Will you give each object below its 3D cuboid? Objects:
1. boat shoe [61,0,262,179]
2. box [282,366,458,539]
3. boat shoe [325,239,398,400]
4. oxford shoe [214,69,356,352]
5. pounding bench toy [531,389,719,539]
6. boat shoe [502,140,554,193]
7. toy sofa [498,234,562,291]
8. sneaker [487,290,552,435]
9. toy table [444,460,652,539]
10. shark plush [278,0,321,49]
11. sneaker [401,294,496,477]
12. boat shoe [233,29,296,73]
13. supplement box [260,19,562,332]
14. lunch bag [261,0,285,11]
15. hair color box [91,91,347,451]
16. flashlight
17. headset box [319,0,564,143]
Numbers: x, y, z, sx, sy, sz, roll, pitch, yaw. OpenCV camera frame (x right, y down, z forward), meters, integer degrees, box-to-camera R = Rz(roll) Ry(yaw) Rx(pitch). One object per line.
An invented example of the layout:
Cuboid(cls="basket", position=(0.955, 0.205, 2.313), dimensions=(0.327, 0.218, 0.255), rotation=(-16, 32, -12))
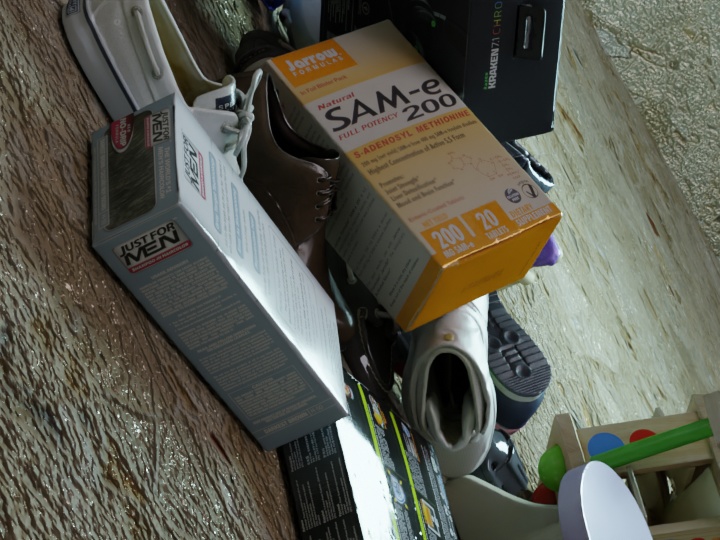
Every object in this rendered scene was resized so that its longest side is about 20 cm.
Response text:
Cuboid(cls="boat shoe", position=(-0.095, -0.094, 1.287), dimensions=(0.203, 0.086, 0.075), rotation=(61, 16, -18))
Cuboid(cls="box", position=(0.016, 0.174, 1.346), dimensions=(0.193, 0.047, 0.201), rotation=(41, 30, -54))
Cuboid(cls="boat shoe", position=(0.000, 0.000, 1.502), dimensions=(0.067, 0.057, 0.201), rotation=(45, 25, -53))
Cuboid(cls="oxford shoe", position=(-0.044, -0.038, 1.390), dimensions=(0.201, 0.084, 0.073), rotation=(64, 13, -13))
Cuboid(cls="pounding bench toy", position=(0.233, 0.176, 1.784), dimensions=(0.201, 0.155, 0.125), rotation=(96, -16, -51))
Cuboid(cls="boat shoe", position=(0.078, -0.102, 1.823), dimensions=(0.200, 0.091, 0.071), rotation=(34, 21, -37))
Cuboid(cls="toy sofa", position=(0.108, -0.082, 1.961), dimensions=(0.083, 0.097, 0.201), rotation=(38, 33, -62))
Cuboid(cls="sneaker", position=(0.090, 0.053, 1.789), dimensions=(0.082, 0.070, 0.201), rotation=(107, -34, -45))
Cuboid(cls="toy table", position=(0.147, 0.226, 1.583), dimensions=(0.200, 0.116, 0.185), rotation=(27, 42, -66))
Cuboid(cls="shark plush", position=(-0.045, -0.190, 1.723), dimensions=(0.201, 0.090, 0.083), rotation=(55, -13, 15))
Cuboid(cls="sneaker", position=(0.060, 0.100, 1.508), dimensions=(0.116, 0.073, 0.201), rotation=(-82, 170, -49))
Cuboid(cls="boat shoe", position=(-0.020, -0.112, 1.586), dimensions=(0.200, 0.067, 0.057), rotation=(40, 25, -36))
Cuboid(cls="supplement box", position=(0.025, -0.069, 1.456), dimensions=(0.126, 0.074, 0.200), rotation=(-24, 64, -39))
Cuboid(cls="lunch bag", position=(-0.105, -0.322, 1.634), dimensions=(0.200, 0.094, 0.152), rotation=(31, 38, -48))
Cuboid(cls="hair color box", position=(-0.081, 0.004, 1.237), dimensions=(0.200, 0.060, 0.099), rotation=(54, 18, -40))
Cuboid(cls="flashlight", position=(0.069, 0.096, 1.624), dimensions=(0.068, 0.068, 0.201), rotation=(16, -34, 46))
Cuboid(cls="headset box", position=(0.062, -0.201, 1.547), dimensions=(0.200, 0.092, 0.176), rotation=(32, -53, 48))
